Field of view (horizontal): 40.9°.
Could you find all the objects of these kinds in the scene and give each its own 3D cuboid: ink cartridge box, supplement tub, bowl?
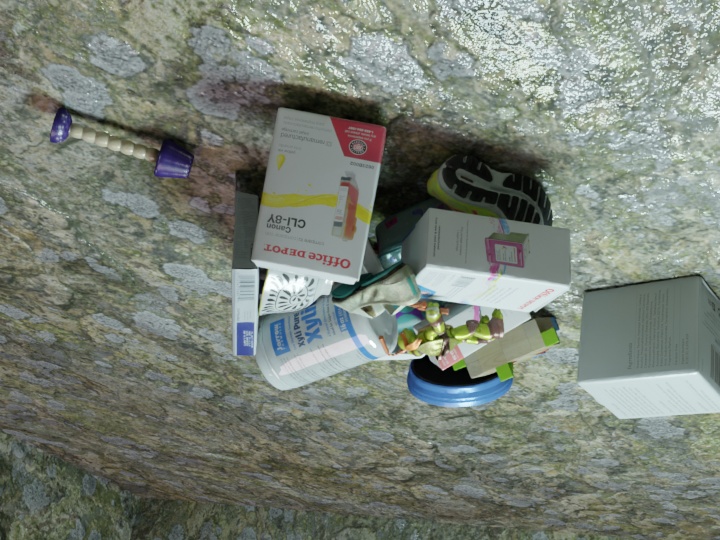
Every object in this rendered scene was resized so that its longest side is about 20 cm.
[{"bbox_3d":[-0.053,-0.093,1.249,0.144,0.202,0.083,10,177,-1],"label":"ink cartridge box"},{"bbox_3d":[0.188,0.071,1.504,0.199,0.068,0.116,-31,-175,-3],"label":"ink cartridge box"},{"bbox_3d":[-0.171,-0.010,1.445,0.040,0.201,0.201,0,139,-7],"label":"ink cartridge box"},{"bbox_3d":[-0.054,0.096,1.493,0.199,0.133,0.132,-22,143,22],"label":"supplement tub"},{"bbox_3d":[0.164,-0.010,1.289,0.198,0.086,0.145,9,163,-10],"label":"ink cartridge box"},{"bbox_3d":[0.184,0.190,1.802,0.199,0.201,0.040,2,111,18],"label":"bowl"},{"bbox_3d":[-0.078,-0.018,1.423,0.093,0.202,0.201,17,155,-2],"label":"bowl"}]

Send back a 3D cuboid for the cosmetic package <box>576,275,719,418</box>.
[{"bbox_3d":[0.476,0.129,1.550,0.199,0.168,0.167,-11,147,37],"label":"cosmetic package"}]

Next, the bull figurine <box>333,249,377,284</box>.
[{"bbox_3d":[0.000,0.000,1.576,0.198,0.066,0.121,-5,-178,12],"label":"bull figurine"}]

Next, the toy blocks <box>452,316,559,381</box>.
[{"bbox_3d":[0.276,0.134,1.703,0.199,0.101,0.136,-28,166,28],"label":"toy blocks"}]

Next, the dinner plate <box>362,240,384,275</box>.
[{"bbox_3d":[-0.001,-0.034,1.400,0.024,0.201,0.201,-28,151,-3],"label":"dinner plate"}]

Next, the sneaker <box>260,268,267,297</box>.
[{"bbox_3d":[-0.136,0.002,1.650,0.080,0.148,0.200,-13,-168,23],"label":"sneaker"}]

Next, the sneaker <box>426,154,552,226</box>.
[{"bbox_3d":[0.177,-0.097,1.328,0.199,0.079,0.090,27,161,-22],"label":"sneaker"}]

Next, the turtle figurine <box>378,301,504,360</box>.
[{"bbox_3d":[0.119,0.089,1.358,0.160,0.065,0.200,-7,154,-15],"label":"turtle figurine"}]

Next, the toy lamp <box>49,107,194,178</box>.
[{"bbox_3d":[-0.337,-0.178,1.376,0.198,0.059,0.058,16,154,-11],"label":"toy lamp"}]

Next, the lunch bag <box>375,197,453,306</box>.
[{"bbox_3d":[0.117,-0.020,1.444,0.159,0.078,0.200,-23,143,19],"label":"lunch bag"}]

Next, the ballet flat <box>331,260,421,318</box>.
[{"bbox_3d":[0.018,0.036,1.294,0.063,0.067,0.200,57,156,-6],"label":"ballet flat"}]

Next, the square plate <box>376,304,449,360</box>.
[{"bbox_3d":[0.061,0.111,1.682,0.196,0.200,0.029,-4,111,28],"label":"square plate"}]

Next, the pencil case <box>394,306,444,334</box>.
[{"bbox_3d":[0.047,0.067,1.619,0.198,0.093,0.085,-9,177,14],"label":"pencil case"}]
